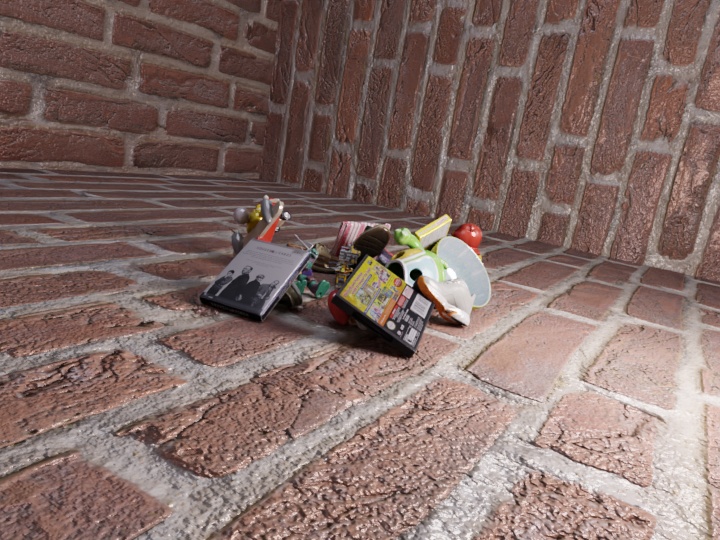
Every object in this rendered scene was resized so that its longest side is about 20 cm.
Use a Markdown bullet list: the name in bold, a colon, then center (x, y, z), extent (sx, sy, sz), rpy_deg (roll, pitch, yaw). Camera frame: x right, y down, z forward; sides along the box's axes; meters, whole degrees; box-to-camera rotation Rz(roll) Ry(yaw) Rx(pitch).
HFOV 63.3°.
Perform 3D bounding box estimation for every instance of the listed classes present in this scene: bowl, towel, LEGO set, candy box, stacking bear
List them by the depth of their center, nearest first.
- **LEGO set**: center (0.000, 0.000, 1.453), extent (0.153, 0.116, 0.200), rpy_deg (11, 12, 8)
- **bowl**: center (0.228, 0.025, 1.490), extent (0.200, 0.201, 0.108), rpy_deg (-4, -25, -46)
- **candy box**: center (0.172, -0.059, 1.503), extent (0.102, 0.200, 0.026), rpy_deg (-32, 67, -20)
- **stacking bear**: center (0.284, -0.032, 1.624), extent (0.113, 0.201, 0.121), rpy_deg (12, 12, 12)
- **towel**: center (-0.006, -0.084, 1.764), extent (0.200, 0.147, 0.030), rpy_deg (-2, 38, -44)

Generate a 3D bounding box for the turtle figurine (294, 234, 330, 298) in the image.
- **turtle figurine**: center (-0.165, -0.005, 1.401), extent (0.149, 0.101, 0.200), rpy_deg (-16, 40, -28)

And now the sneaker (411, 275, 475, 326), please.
- **sneaker**: center (0.187, 0.046, 1.290), extent (0.076, 0.092, 0.200), rpy_deg (12, -18, 43)

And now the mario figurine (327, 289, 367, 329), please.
- **mario figurine**: center (0.030, 0.067, 1.198), extent (0.199, 0.106, 0.123), rpy_deg (8, 2, -24)

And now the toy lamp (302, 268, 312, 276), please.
- **toy lamp**: center (-0.191, -0.016, 1.530), extent (0.058, 0.058, 0.200), rpy_deg (0, 14, -38)

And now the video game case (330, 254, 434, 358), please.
- **video game case**: center (0.051, 0.064, 1.150), extent (0.180, 0.026, 0.200), rpy_deg (36, 30, 0)

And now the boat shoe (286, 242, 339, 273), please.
- **boat shoe**: center (-0.120, -0.038, 1.641), extent (0.199, 0.074, 0.076), rpy_deg (5, 13, -19)

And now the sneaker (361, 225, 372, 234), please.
- **sneaker**: center (0.017, -0.056, 1.652), extent (0.074, 0.087, 0.200), rpy_deg (31, -22, 1)

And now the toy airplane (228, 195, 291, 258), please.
- **toy airplane**: center (-0.277, -0.107, 1.539), extent (0.141, 0.200, 0.199), rpy_deg (34, 0, -20)

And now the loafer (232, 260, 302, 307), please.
- **loafer**: center (-0.214, 0.041, 1.260), extent (0.199, 0.075, 0.070), rpy_deg (19, 51, 26)

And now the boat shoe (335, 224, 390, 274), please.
- **boat shoe**: center (0.004, -0.062, 1.558), extent (0.072, 0.200, 0.076), rpy_deg (41, 29, -17)

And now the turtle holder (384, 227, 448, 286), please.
- **turtle holder**: center (0.124, 0.003, 1.357), extent (0.131, 0.186, 0.141), rpy_deg (10, 6, -45)

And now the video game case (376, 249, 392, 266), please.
- **video game case**: center (0.100, 0.008, 1.539), extent (0.143, 0.019, 0.200), rpy_deg (45, 11, -4)

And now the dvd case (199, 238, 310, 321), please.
- **dvd case**: center (-0.216, 0.014, 1.216), extent (0.150, 0.025, 0.200), rpy_deg (14, 45, 21)

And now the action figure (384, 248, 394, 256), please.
- **action figure**: center (0.061, -0.031, 1.721), extent (0.099, 0.065, 0.200), rpy_deg (40, 0, -24)
